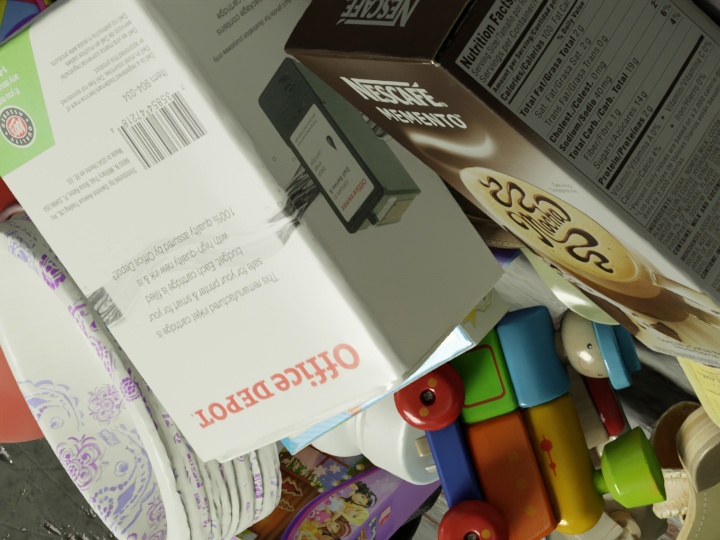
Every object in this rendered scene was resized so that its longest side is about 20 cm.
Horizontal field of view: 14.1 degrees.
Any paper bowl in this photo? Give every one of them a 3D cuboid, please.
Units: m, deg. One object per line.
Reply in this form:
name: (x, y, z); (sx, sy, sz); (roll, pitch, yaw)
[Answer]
paper bowl: (-0.106, 0.045, 1.508); (0.201, 0.104, 0.201); (50, 158, 28)

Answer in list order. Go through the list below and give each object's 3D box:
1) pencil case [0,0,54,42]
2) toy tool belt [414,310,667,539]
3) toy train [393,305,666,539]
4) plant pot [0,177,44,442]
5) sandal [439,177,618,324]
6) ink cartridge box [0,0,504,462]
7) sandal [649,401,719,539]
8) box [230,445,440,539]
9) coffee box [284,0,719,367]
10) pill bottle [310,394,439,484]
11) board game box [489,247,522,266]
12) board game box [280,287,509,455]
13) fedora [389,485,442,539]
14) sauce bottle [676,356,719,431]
pencil case: (-0.176, -0.091, 1.582); (0.088, 0.089, 0.200); (29, 171, 21)
toy tool belt: (0.086, 0.111, 1.519); (0.200, 0.122, 0.126); (57, -170, -66)
toy train: (0.096, 0.112, 1.397); (0.085, 0.115, 0.201); (-40, -67, -80)
plant pot: (-0.222, -0.005, 1.855); (0.200, 0.201, 0.177); (33, 161, -3)
sandal: (0.060, -0.030, 1.239); (0.080, 0.057, 0.201); (19, 157, 50)
ink cartridge box: (-0.058, -0.036, 1.210); (0.145, 0.084, 0.201); (-25, 103, 48)
sandal: (0.178, 0.091, 1.473); (0.212, 0.077, 0.070); (75, 169, -64)
box: (-0.021, 0.095, 1.661); (0.136, 0.200, 0.039); (27, 142, 26)
coffee box: (0.086, -0.049, 1.031); (0.200, 0.080, 0.113); (38, 169, -25)
pill bottle: (-0.026, 0.033, 1.613); (0.199, 0.115, 0.114); (28, 168, 29)
board game box: (0.000, 0.000, 1.400); (0.157, 0.039, 0.200); (6, 173, -4)
board game box: (-0.043, -0.028, 1.294); (0.134, 0.034, 0.200); (-32, 98, 43)
fedora: (-0.017, 0.105, 1.780); (0.200, 0.201, 0.091); (38, 155, -25)
sauce bottle: (0.171, 0.040, 1.226); (0.064, 0.065, 0.200); (28, 169, 25)
